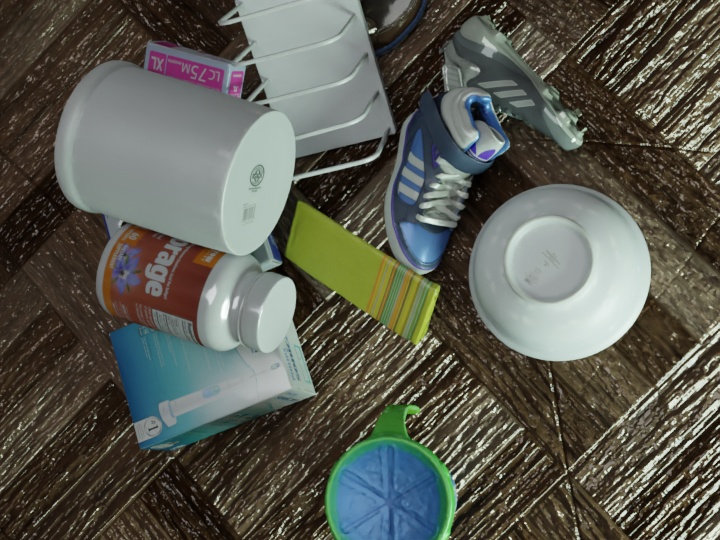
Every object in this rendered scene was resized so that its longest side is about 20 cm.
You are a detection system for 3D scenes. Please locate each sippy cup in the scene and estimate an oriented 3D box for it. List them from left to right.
[{"bbox_3d":[0.045,0.244,1.152,0.139,0.130,0.178,35,93,18],"label":"sippy cup"}]

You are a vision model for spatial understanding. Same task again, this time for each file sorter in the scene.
[{"bbox_3d":[-0.059,-0.215,1.212,0.138,0.125,0.201,-12,114,15],"label":"file sorter"}]

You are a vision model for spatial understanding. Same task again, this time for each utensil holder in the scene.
[{"bbox_3d":[-0.191,-0.119,1.149,0.199,0.170,0.171,17,87,19],"label":"utensil holder"}]

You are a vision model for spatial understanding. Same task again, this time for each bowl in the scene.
[{"bbox_3d":[0.208,-0.005,1.163,0.200,0.090,0.202,-3,80,17],"label":"bowl"}]

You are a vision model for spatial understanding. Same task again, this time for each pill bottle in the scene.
[{"bbox_3d":[-0.177,0.022,1.178,0.199,0.112,0.113,16,86,20],"label":"pill bottle"}]

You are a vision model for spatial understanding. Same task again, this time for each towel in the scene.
[{"bbox_3d":[0.000,0.000,1.241,0.200,0.018,0.086,33,129,19],"label":"towel"}]

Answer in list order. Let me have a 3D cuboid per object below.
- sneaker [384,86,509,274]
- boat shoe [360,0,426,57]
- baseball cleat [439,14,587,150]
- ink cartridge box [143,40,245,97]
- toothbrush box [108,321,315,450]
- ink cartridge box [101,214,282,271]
[{"bbox_3d":[0.099,-0.103,1.182,0.146,0.080,0.201,-15,67,58],"label":"sneaker"},{"bbox_3d":[-0.013,-0.284,1.283,0.200,0.072,0.072,-33,74,10],"label":"boat shoe"},{"bbox_3d":[0.166,-0.194,1.227,0.106,0.070,0.200,-43,67,21],"label":"baseball cleat"},{"bbox_3d":[-0.207,-0.156,1.263,0.119,0.042,0.201,19,110,23],"label":"ink cartridge box"},{"bbox_3d":[-0.173,0.109,1.263,0.199,0.085,0.147,-24,74,13],"label":"toothbrush box"},{"bbox_3d":[-0.214,-0.062,1.327,0.199,0.043,0.197,-22,76,16],"label":"ink cartridge box"}]
